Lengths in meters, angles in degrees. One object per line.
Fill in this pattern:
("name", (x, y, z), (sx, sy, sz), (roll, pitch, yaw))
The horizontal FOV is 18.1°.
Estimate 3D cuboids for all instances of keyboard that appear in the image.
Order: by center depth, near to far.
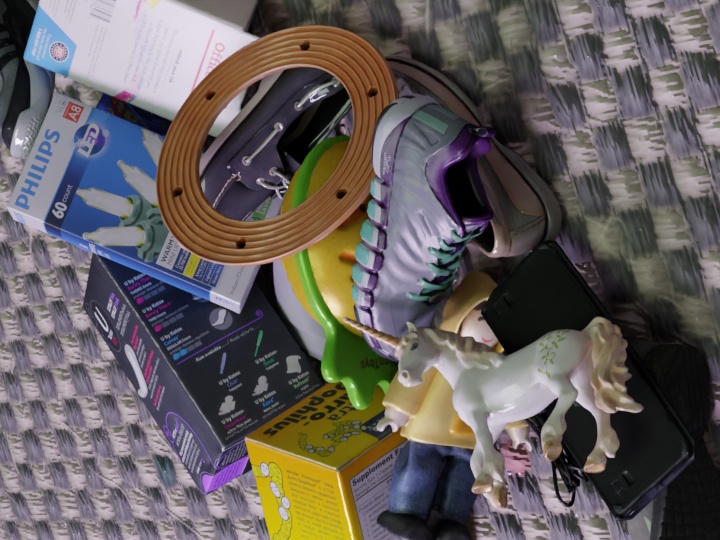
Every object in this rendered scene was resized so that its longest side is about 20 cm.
("keyboard", (0.152, 0.082, 1.555), (0.104, 0.040, 0.200), (-44, 55, 19))

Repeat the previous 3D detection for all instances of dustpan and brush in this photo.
("dustpan and brush", (-0.027, -0.029, 1.764), (0.139, 0.057, 0.201), (21, 129, 56))

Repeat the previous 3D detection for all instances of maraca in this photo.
("maraca", (0.000, 0.000, 1.664), (0.107, 0.137, 0.201), (-10, 89, 42))

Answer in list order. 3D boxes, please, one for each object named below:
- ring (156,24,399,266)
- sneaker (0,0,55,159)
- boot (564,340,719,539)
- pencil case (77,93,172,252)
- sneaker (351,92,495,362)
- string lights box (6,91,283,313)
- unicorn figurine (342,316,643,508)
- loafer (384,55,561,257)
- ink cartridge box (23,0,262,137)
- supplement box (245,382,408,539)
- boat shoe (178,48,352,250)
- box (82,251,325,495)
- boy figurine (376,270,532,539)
("ring", (-0.059, -0.089, 1.633), (0.200, 0.201, 0.019), (25, 167, 40))
("sneaker", (-0.310, -0.168, 1.841), (0.201, 0.113, 0.076), (-98, 20, -45))
("boot", (0.186, 0.136, 1.588), (0.130, 0.067, 0.201), (8, 104, 52))
("pencil case", (-0.192, -0.095, 1.893), (0.087, 0.078, 0.200), (46, 137, 15))
("sneaker", (0.048, -0.018, 1.562), (0.087, 0.074, 0.201), (25, 124, 38))
("string lights box", (-0.167, -0.053, 1.786), (0.199, 0.103, 0.059), (22, 172, 0))
("unicorn figurine", (0.097, 0.084, 1.533), (0.199, 0.074, 0.138), (-15, 59, 17))
("loafer", (0.059, -0.083, 1.621), (0.200, 0.063, 0.072), (44, 136, 26))
("ink cartridge box", (-0.151, -0.187, 1.769), (0.199, 0.068, 0.115), (23, 133, -3))
("supplement box", (0.003, 0.202, 1.754), (0.109, 0.109, 0.201), (13, 125, 45))
("boat shoe", (-0.067, -0.087, 1.707), (0.063, 0.073, 0.200), (39, 100, 24))
("box", (-0.131, 0.063, 1.855), (0.200, 0.106, 0.122), (55, 157, 14))
("boy figurine", (0.076, 0.102, 1.659), (0.064, 0.124, 0.201), (-156, 82, -70))
